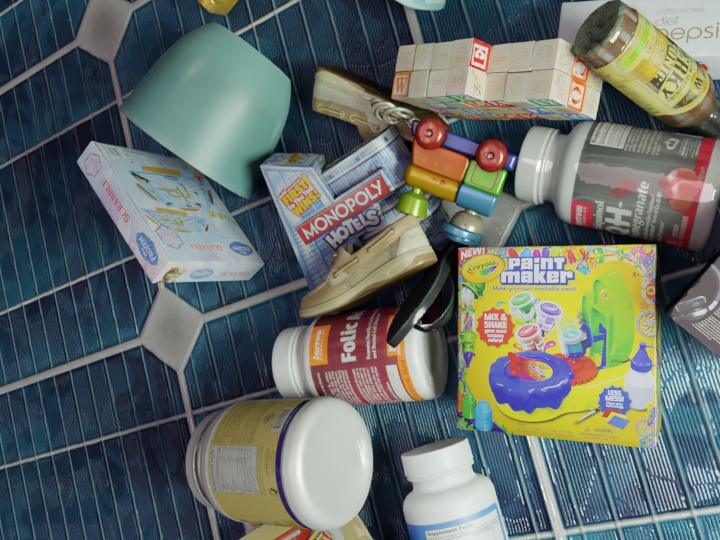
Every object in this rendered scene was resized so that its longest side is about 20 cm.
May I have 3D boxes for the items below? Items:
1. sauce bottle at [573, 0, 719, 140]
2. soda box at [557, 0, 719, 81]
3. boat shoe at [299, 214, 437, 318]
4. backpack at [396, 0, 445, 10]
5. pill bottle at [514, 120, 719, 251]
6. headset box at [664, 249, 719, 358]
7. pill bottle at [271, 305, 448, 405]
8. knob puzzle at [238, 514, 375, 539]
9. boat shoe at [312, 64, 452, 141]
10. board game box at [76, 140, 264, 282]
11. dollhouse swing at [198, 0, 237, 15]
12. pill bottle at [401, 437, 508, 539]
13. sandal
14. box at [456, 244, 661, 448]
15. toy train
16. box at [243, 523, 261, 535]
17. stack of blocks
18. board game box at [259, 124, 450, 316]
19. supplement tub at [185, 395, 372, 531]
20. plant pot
[{"bbox_3d":[0.299,-0.185,0.685,0.065,0.198,0.065,-47,28,36],"label":"sauce bottle"},{"bbox_3d":[0.311,-0.242,0.734,0.197,0.064,0.069,6,84,25],"label":"soda box"},{"bbox_3d":[0.000,0.000,0.815,0.199,0.071,0.065,-28,79,33],"label":"boat shoe"},{"bbox_3d":[0.072,-0.386,0.798,0.199,0.175,0.155,31,119,22],"label":"backpack"},{"bbox_3d":[0.268,-0.095,0.731,0.198,0.110,0.113,15,96,26],"label":"pill bottle"},{"bbox_3d":[0.384,-0.011,0.637,0.093,0.174,0.201,42,107,19],"label":"headset box"},{"bbox_3d":[-0.002,0.107,0.859,0.197,0.114,0.116,-10,85,25],"label":"pill bottle"},{"bbox_3d":[-0.044,0.391,0.879,0.216,0.030,0.224,-1,88,23],"label":"knob puzzle"},{"bbox_3d":[0.023,-0.192,0.881,0.199,0.074,0.067,32,118,22],"label":"boat shoe"},{"bbox_3d":[-0.247,-0.073,0.935,0.041,0.199,0.200,-43,72,20],"label":"board game box"},{"bbox_3d":[-0.195,-0.476,0.927,0.200,0.175,0.182,-45,72,20],"label":"dollhouse swing"},{"bbox_3d":[0.112,0.302,0.803,0.111,0.112,0.203,-19,80,24],"label":"pill bottle"},{"bbox_3d":[0.091,0.021,0.779,0.048,0.201,0.075,41,135,-1],"label":"sandal"},{"bbox_3d":[0.214,0.072,0.750,0.197,0.122,0.196,-1,88,26],"label":"box"},{"bbox_3d":[0.066,-0.113,0.786,0.197,0.085,0.117,22,101,10],"label":"toy train"},{"bbox_3d":[-0.085,0.332,0.939,0.154,0.041,0.203,-18,81,24],"label":"box"},{"bbox_3d":[0.142,-0.203,0.753,0.199,0.114,0.060,15,97,49],"label":"stack of blocks"},{"bbox_3d":[-0.020,-0.078,0.856,0.198,0.062,0.201,-30,104,23],"label":"board game box"},{"bbox_3d":[-0.100,0.227,0.836,0.198,0.144,0.148,-11,85,38],"label":"supplement tub"},{"bbox_3d":[-0.184,-0.218,0.915,0.200,0.200,0.162,37,94,21],"label":"plant pot"}]
